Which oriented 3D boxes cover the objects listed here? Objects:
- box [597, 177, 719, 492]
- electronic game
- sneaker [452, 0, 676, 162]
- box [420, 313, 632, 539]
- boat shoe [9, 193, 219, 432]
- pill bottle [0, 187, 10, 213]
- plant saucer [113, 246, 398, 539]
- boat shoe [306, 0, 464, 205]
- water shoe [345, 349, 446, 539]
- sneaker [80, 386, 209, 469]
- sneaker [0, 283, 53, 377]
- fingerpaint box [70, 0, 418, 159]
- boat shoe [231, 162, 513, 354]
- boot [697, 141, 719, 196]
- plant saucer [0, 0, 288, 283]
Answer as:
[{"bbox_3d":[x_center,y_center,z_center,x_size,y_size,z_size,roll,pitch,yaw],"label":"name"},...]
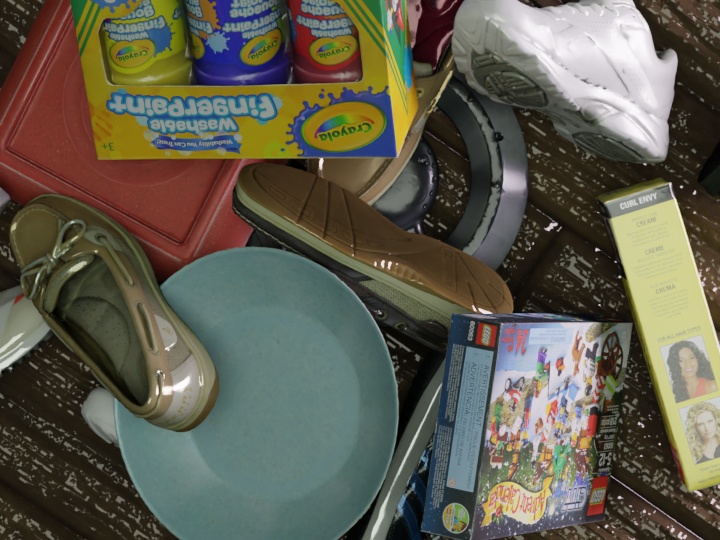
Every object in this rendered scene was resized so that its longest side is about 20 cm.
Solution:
[{"bbox_3d":[0.210,0.041,1.739,0.050,0.075,0.201,-17,95,3],"label":"box"},{"bbox_3d":[0.013,-0.062,1.744,0.198,0.042,0.202,0,86,1],"label":"electronic game"},{"bbox_3d":[0.134,-0.146,1.692,0.200,0.078,0.100,29,74,-45],"label":"sneaker"},{"bbox_3d":[0.110,0.098,1.683,0.037,0.200,0.138,9,94,29],"label":"box"},{"bbox_3d":[-0.167,0.022,1.657,0.073,0.063,0.201,-47,61,17],"label":"boat shoe"},{"bbox_3d":[-0.330,-0.084,1.705,0.200,0.112,0.113,43,92,-3],"label":"pill bottle"},{"bbox_3d":[-0.062,0.086,1.665,0.200,0.039,0.203,0,90,22],"label":"plant saucer"},{"bbox_3d":[0.022,-0.132,1.694,0.074,0.066,0.201,25,87,3],"label":"boat shoe"},{"bbox_3d":[0.048,0.150,1.745,0.079,0.072,0.201,23,95,-6],"label":"water shoe"},{"bbox_3d":[-0.085,0.089,1.745,0.199,0.078,0.100,10,87,-10],"label":"sneaker"},{"bbox_3d":[-0.286,0.042,1.734,0.199,0.070,0.094,-33,99,4],"label":"sneaker"},{"bbox_3d":[-0.074,-0.156,1.615,0.199,0.073,0.168,1,120,13],"label":"fingerpaint box"},{"bbox_3d":[0.000,0.000,1.673,0.199,0.073,0.065,28,121,-11],"label":"boat shoe"},{"bbox_3d":[0.344,-0.081,1.735,0.162,0.073,0.198,42,92,-6],"label":"boot"},{"bbox_3d":[-0.141,-0.110,1.723,0.199,0.037,0.201,28,93,11],"label":"plant saucer"}]
